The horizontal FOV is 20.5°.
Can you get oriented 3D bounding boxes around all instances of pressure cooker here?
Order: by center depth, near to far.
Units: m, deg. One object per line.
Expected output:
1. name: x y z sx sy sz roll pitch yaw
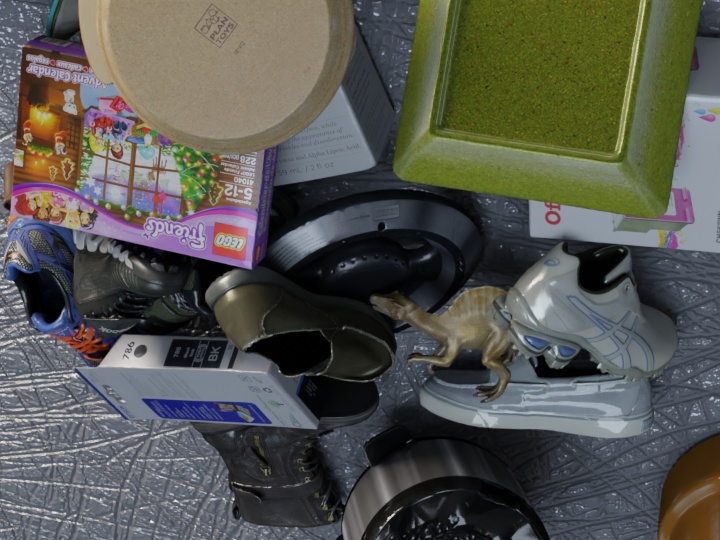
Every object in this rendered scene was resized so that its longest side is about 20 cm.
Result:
1. pressure cooker: 0.072 0.238 1.720 0.178 0.200 0.176 14 100 -8

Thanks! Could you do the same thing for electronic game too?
1. electronic game: 0.000 0.000 1.589 0.200 0.042 0.200 -12 149 -8

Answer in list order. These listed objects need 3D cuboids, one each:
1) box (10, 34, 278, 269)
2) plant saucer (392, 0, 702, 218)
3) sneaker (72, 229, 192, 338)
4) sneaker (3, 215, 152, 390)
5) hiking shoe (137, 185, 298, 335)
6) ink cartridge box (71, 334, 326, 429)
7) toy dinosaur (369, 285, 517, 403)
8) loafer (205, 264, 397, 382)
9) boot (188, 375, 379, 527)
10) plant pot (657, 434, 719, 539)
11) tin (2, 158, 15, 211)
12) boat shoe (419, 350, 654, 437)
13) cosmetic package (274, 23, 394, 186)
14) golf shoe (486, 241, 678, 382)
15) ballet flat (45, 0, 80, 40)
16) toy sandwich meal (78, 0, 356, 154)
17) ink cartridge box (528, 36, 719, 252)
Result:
1. box: -0.161 -0.089 1.495 0.200 0.039 0.137 12 111 12
2. plant saucer: 0.128 -0.149 1.386 0.200 0.048 0.200 9 90 13
3. sneaker: -0.187 0.014 1.609 0.066 0.200 0.091 6 96 -26
4. sneaker: -0.251 0.037 1.719 0.075 0.078 0.200 -18 122 29
5. hiking shoe: -0.136 0.003 1.641 0.076 0.101 0.200 38 128 -13
6. ink cartridge box: -0.137 0.094 1.695 0.200 0.039 0.099 0 149 27
7. toy dinosaur: 0.108 0.049 1.592 0.200 0.058 0.101 -4 129 -8
8. loafer: -0.042 0.059 1.553 0.075 0.070 0.200 -36 144 28
9. boot: -0.050 0.164 1.786 0.200 0.069 0.174 -5 133 25
10. plant pot: 0.342 0.266 1.667 0.200 0.183 0.200 8 131 10
11. tin: -0.192 -0.074 1.597 0.200 0.042 0.112 -6 166 20
12. boat shoe: 0.147 0.092 1.666 0.200 0.070 0.072 4 107 19
13. cosmetic package: -0.058 -0.167 1.494 0.102 0.074 0.200 -10 126 24
14. golf shoe: 0.196 0.028 1.543 0.200 0.078 0.097 8 123 -46
15. ballet flat: -0.190 -0.241 1.476 0.064 0.067 0.200 15 132 -4
16. toy sandwich meal: -0.099 -0.175 1.402 0.205 0.070 0.206 2 104 10
17. ink cartridge box: 0.224 -0.094 1.465 0.200 0.085 0.145 6 130 14
